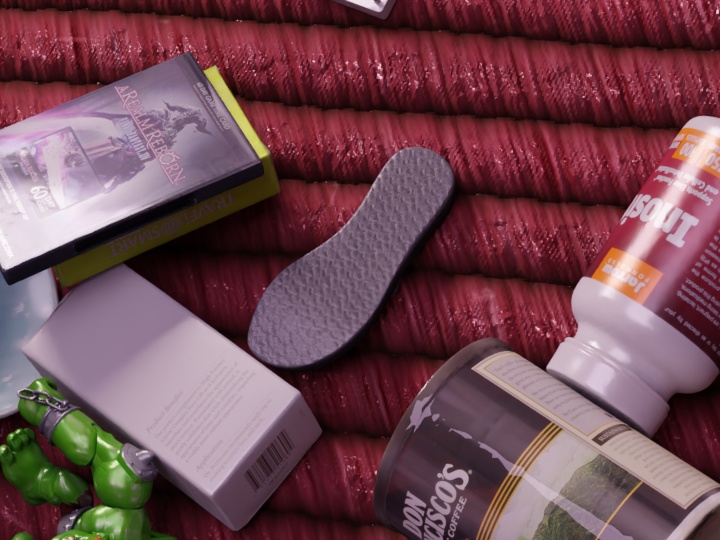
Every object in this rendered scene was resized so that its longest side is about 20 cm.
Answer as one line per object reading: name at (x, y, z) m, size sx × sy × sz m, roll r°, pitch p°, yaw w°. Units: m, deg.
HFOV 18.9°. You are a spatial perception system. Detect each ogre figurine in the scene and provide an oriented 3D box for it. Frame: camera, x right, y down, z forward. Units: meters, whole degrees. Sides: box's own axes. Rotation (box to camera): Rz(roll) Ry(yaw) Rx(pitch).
ogre figurine at (-0.199, 0.185, 1.527) m, size 0.119 × 0.098 × 0.202 m, roll 8°, pitch 77°, yaw 29°

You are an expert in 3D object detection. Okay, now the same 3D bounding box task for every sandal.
sandal at (0.001, 0.000, 1.570) m, size 0.076 × 0.043 × 0.200 m, roll 39°, pitch 78°, yaw 19°

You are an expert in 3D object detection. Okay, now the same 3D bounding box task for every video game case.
video game case at (-0.187, -0.077, 1.567) m, size 0.199 × 0.019 × 0.143 m, roll -25°, pitch 47°, yaw -10°

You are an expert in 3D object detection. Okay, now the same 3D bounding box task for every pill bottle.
pill bottle at (0.214, 0.007, 1.447) m, size 0.113 × 0.113 × 0.201 m, roll 31°, pitch 83°, yaw 26°

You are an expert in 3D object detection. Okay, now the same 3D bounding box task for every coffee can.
coffee can at (0.129, 0.156, 1.403) m, size 0.199 × 0.146 × 0.147 m, roll 32°, pitch 84°, yaw 27°

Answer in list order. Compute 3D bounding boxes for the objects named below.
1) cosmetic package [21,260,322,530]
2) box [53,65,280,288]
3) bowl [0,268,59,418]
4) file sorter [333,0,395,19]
cosmetic package at (-0.137, 0.086, 1.558) m, size 0.200 × 0.074 × 0.102 m, roll 35°, pitch 75°, yaw 28°
box at (-0.173, -0.067, 1.599) m, size 0.199 × 0.048 × 0.122 m, roll -24°, pitch 47°, yaw -10°
bowl at (-0.329, 0.026, 1.605) m, size 0.105 × 0.200 × 0.202 m, roll -20°, pitch 64°, yaw 34°
file sorter at (-0.012, -0.323, 1.639) m, size 0.138 × 0.125 × 0.201 m, roll 23°, pitch 80°, yaw 25°
